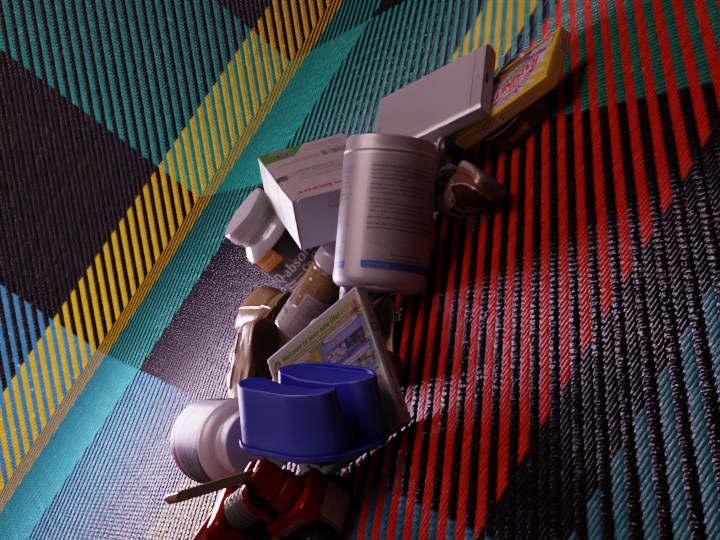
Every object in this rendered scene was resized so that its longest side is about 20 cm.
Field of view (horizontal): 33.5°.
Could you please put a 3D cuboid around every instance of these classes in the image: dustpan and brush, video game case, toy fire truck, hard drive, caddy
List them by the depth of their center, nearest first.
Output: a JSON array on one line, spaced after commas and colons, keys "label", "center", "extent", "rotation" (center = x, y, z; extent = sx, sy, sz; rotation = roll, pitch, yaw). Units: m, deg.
[{"label": "toy fire truck", "center": [-0.136, 0.279, 1.386], "extent": [0.176, 0.199, 0.129], "rotation": [-38, 23, 41]}, {"label": "caddy", "center": [-0.057, 0.175, 1.394], "extent": [0.140, 0.106, 0.199], "rotation": [-13, 10, -41]}, {"label": "video game case", "center": [-0.031, 0.148, 1.493], "extent": [0.200, 0.022, 0.184], "rotation": [-40, 59, 39]}, {"label": "dustpan and brush", "center": [0.098, -0.138, 1.728], "extent": [0.140, 0.057, 0.201], "rotation": [-51, -23, -24]}, {"label": "hard drive", "center": [0.104, -0.237, 1.729], "extent": [0.199, 0.027, 0.133], "rotation": [-23, 42, 35]}]

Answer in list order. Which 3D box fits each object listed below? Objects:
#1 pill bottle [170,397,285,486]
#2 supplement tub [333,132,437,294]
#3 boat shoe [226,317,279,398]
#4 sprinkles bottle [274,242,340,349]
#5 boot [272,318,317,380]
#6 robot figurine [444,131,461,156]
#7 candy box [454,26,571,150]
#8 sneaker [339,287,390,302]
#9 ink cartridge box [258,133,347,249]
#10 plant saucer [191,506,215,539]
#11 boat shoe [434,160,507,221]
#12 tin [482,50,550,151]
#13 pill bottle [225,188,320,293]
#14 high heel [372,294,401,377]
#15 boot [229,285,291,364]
[{"label": "pill bottle", "center": [-0.171, 0.230, 1.591], "extent": [0.120, 0.119, 0.200], "rotation": [-59, 18, -18]}, {"label": "supplement tub", "center": [0.034, -0.073, 1.612], "extent": [0.132, 0.130, 0.203], "rotation": [174, 103, -67]}, {"label": "boat shoe", "center": [-0.168, 0.174, 1.823], "extent": [0.064, 0.071, 0.203], "rotation": [-10, 65, 49]}, {"label": "sprinkles bottle", "center": [-0.079, 0.053, 1.849], "extent": [0.201, 0.068, 0.068], "rotation": [-57, 15, 20]}, {"label": "boot", "center": [-0.087, 0.157, 1.694], "extent": [0.156, 0.076, 0.200], "rotation": [-60, 16, -25]}, {"label": "robot figurine", "center": [0.092, -0.203, 1.852], "extent": [0.200, 0.113, 0.169], "rotation": [-43, -8, 32]}, {"label": "candy box", "center": [0.210, -0.250, 1.659], "extent": [0.200, 0.026, 0.103], "rotation": [-34, 31, 49]}, {"label": "sneaker", "center": [0.000, 0.000, 1.737], "extent": [0.077, 0.078, 0.201], "rotation": [-17, 31, 16]}, {"label": "ink cartridge box", "center": [-0.056, -0.120, 1.783], "extent": [0.144, 0.085, 0.200], "rotation": [-16, 29, -12]}, {"label": "plant saucer", "center": [-0.165, 0.355, 1.599], "extent": [0.201, 0.037, 0.199], "rotation": [-55, 17, -1]}, {"label": "boat shoe", "center": [0.141, -0.099, 1.610], "extent": [0.072, 0.075, 0.200], "rotation": [-58, 8, -3]}, {"label": "tin", "center": [0.221, -0.243, 1.717], "extent": [0.112, 0.042, 0.201], "rotation": [-41, 22, 25]}, {"label": "pill bottle", "center": [-0.112, -0.036, 1.925], "extent": [0.117, 0.199, 0.117], "rotation": [-47, 18, 21]}, {"label": "high heel", "center": [0.030, 0.080, 1.553], "extent": [0.143, 0.071, 0.200], "rotation": [-59, 14, -18]}, {"label": "boot", "center": [-0.183, 0.101, 2.090], "extent": [0.175, 0.066, 0.200], "rotation": [-46, 16, -15]}]
